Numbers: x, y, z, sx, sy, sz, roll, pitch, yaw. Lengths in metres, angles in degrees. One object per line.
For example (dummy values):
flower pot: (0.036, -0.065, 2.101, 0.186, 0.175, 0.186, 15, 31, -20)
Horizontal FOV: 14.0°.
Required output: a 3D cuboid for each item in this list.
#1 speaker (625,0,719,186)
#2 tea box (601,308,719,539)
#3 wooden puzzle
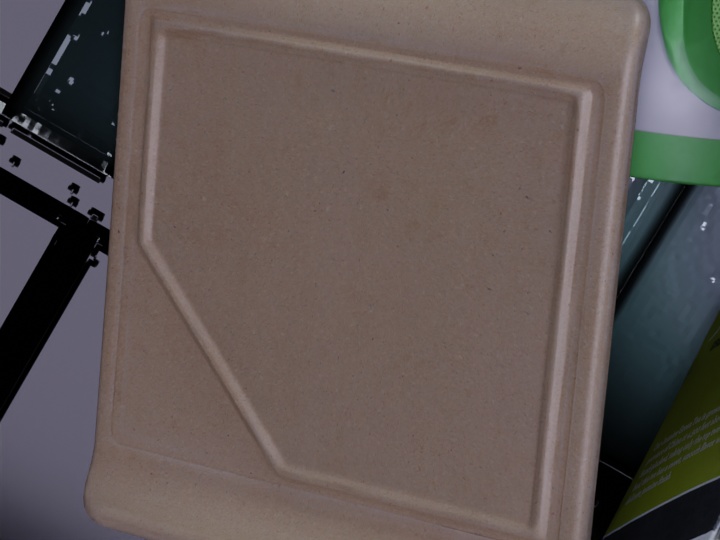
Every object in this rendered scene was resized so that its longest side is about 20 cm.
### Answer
speaker: (0.108, -0.130, 0.916, 0.088, 0.088, 0.200, 6, 99, -1)
tea box: (0.189, 0.099, 0.894, 0.200, 0.134, 0.197, 32, 71, -5)
wooden puzzle: (0.000, 0.000, 0.933, 0.185, 0.037, 0.200, 12, 99, 29)
